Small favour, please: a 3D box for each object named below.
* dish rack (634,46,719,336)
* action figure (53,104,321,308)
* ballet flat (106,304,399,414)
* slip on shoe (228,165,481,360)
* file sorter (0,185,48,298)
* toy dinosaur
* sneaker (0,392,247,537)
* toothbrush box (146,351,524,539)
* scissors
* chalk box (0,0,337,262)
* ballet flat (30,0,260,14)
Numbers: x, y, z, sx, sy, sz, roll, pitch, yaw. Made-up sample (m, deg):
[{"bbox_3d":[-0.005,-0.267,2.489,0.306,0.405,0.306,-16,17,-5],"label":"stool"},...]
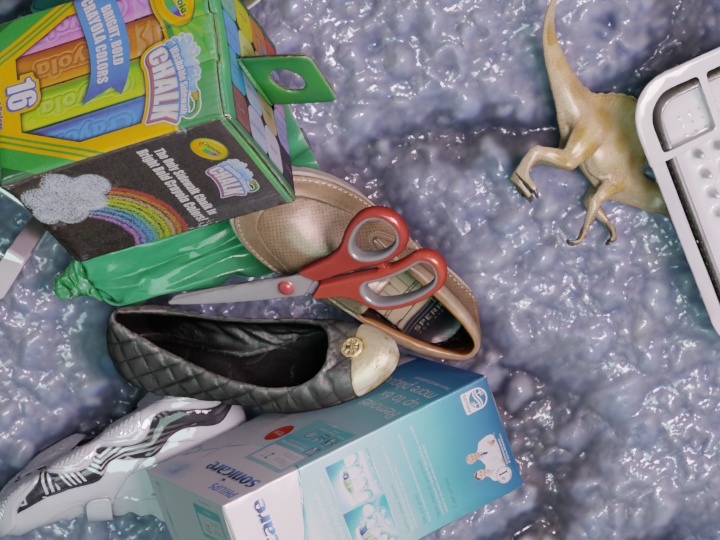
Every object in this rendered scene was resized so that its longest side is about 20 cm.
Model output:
[{"bbox_3d":[0.280,-0.065,1.657,0.172,0.044,0.200,-24,104,-5],"label":"dish rack"},{"bbox_3d":[-0.117,-0.028,1.678,0.200,0.055,0.118,-24,106,3],"label":"action figure"},{"bbox_3d":[-0.074,0.056,1.648,0.200,0.066,0.057,0,145,14],"label":"ballet flat"},{"bbox_3d":[0.000,0.000,1.652,0.200,0.061,0.076,36,104,-27],"label":"slip on shoe"},{"bbox_3d":[-0.312,0.025,1.654,0.125,0.139,0.200,32,103,-5],"label":"file sorter"},{"bbox_3d":[0.147,-0.086,1.668,0.101,0.058,0.200,-40,110,-4],"label":"toy dinosaur"},{"bbox_3d":[-0.152,0.157,1.718,0.200,0.075,0.115,-30,100,5],"label":"sneaker"},{"bbox_3d":[-0.018,0.136,1.639,0.200,0.146,0.085,-26,105,-19],"label":"toothbrush box"},{"bbox_3d":[-0.035,0.014,1.627,0.200,0.014,0.073,-23,114,32],"label":"scissors"},{"bbox_3d":[-0.118,-0.106,1.584,0.200,0.125,0.124,-16,61,12],"label":"chalk box"},{"bbox_3d":[-0.117,-0.184,1.632,0.200,0.074,0.074,-23,104,10],"label":"ballet flat"}]
